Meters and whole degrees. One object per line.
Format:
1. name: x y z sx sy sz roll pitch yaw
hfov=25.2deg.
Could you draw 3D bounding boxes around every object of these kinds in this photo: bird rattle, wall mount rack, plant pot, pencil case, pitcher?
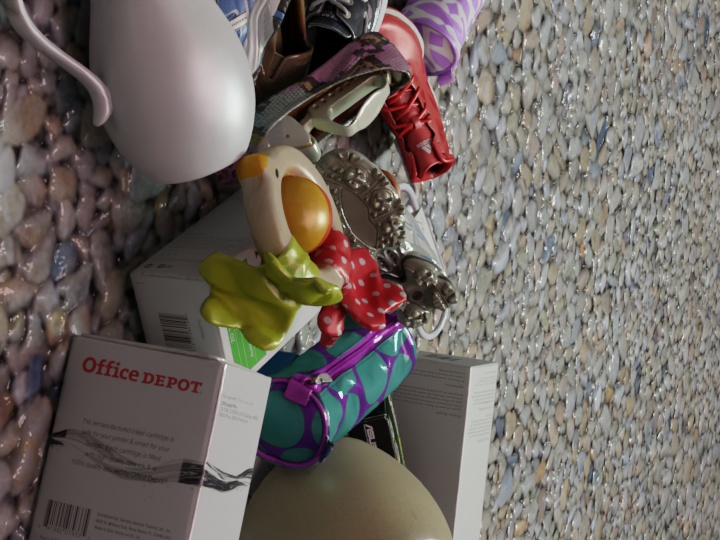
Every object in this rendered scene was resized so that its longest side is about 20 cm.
1. bird rattle: -0.038 -0.021 1.281 0.199 0.112 0.165 -10 84 -58
2. wall mount rack: 0.044 -0.032 1.668 0.174 0.074 0.201 -57 143 -34
3. plant pot: 0.007 0.256 1.384 0.199 0.134 0.203 -8 102 -37
4. pencil case: 0.101 -0.287 1.691 0.085 0.084 0.201 40 56 -18
5. pencil case: -0.022 0.098 1.408 0.093 0.085 0.200 -54 172 31
6. pitcher: -0.171 -0.162 1.203 0.171 0.121 0.202 -31 115 -31

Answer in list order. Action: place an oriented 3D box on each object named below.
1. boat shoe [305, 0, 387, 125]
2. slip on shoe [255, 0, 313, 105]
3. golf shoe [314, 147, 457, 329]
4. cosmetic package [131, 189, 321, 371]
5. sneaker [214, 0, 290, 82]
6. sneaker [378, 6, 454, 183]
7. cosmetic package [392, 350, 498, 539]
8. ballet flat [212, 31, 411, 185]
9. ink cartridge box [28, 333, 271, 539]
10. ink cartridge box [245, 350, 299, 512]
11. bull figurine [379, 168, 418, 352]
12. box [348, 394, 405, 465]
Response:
1. boat shoe: -0.023 -0.228 1.486 0.068 0.071 0.203 6 98 -75
2. slip on shoe: -0.072 -0.186 1.417 0.076 0.060 0.203 -36 127 -54
3. golf shoe: 0.011 -0.040 1.418 0.201 0.078 0.098 57 10 -36
4. cosmetic package: -0.099 0.007 1.373 0.200 0.084 0.109 -44 130 -49
5. sneaker: -0.118 -0.180 1.336 0.076 0.076 0.202 -156 -91 -81
6. sneaker: 0.051 -0.164 1.585 0.200 0.078 0.116 51 13 -53
7. cosmetic package: 0.078 0.194 1.741 0.085 0.106 0.203 -2 99 -63
8. ballet flat: -0.038 -0.132 1.394 0.199 0.071 0.069 -37 144 -14
9. ink cartridge box: -0.164 0.161 1.239 0.084 0.143 0.203 25 75 -62
10. ink cartridge box: -0.097 0.185 1.452 0.116 0.066 0.202 58 47 -48
11. bull figurine: 0.000 0.000 1.533 0.065 0.120 0.203 -21 114 -58
12. box: 0.024 0.200 1.587 0.193 0.047 0.202 -86 164 -74
